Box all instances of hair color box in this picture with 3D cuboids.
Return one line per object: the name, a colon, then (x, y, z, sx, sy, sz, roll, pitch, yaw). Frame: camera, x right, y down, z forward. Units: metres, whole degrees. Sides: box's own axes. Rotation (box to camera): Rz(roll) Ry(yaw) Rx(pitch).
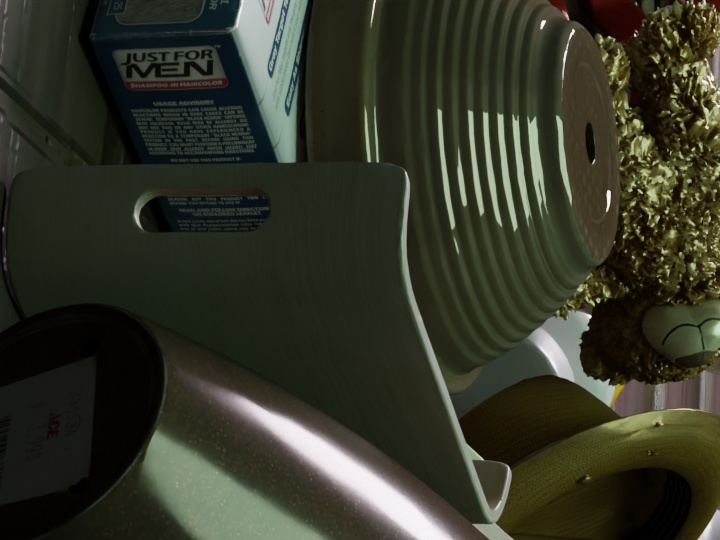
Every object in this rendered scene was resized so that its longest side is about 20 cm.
hair color box: (-0.045, -0.064, 1.135, 0.200, 0.060, 0.100, 72, 23, -49)

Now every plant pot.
plant pot: (-0.057, 0.107, 0.924, 0.200, 0.187, 0.187, 53, 37, -42)
plant pot: (0.052, -0.050, 1.174, 0.201, 0.093, 0.201, -6, 90, -71)

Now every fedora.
fedora: (0.089, 0.109, 1.376, 0.082, 0.201, 0.201, 56, -3, 30)

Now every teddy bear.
teddy bear: (0.138, -0.029, 1.303, 0.145, 0.067, 0.200, -13, 117, -35)

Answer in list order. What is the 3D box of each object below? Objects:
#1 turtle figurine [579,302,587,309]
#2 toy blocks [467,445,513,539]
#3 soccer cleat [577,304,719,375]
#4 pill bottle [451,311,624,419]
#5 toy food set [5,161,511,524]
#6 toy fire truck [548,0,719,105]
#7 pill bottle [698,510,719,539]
turtle figurine: (0.045, -0.078, 1.353, 0.200, 0.064, 0.161, 66, -9, -29)
toy blocks: (-0.001, 0.144, 1.160, 0.200, 0.100, 0.137, 42, 47, -25)
soccer cleat: (0.153, 0.008, 1.406, 0.078, 0.200, 0.069, 29, 77, -73)
pill bottle: (0.090, 0.041, 1.530, 0.200, 0.113, 0.113, -42, 130, -68)
toy food set: (-0.032, 0.028, 1.028, 0.200, 0.143, 0.060, 69, 26, -51)
toy fire truck: (0.097, -0.119, 1.448, 0.200, 0.112, 0.168, 52, -26, 38)
pill bottle: (0.133, 0.171, 1.522, 0.116, 0.200, 0.116, 0, 90, -75)
